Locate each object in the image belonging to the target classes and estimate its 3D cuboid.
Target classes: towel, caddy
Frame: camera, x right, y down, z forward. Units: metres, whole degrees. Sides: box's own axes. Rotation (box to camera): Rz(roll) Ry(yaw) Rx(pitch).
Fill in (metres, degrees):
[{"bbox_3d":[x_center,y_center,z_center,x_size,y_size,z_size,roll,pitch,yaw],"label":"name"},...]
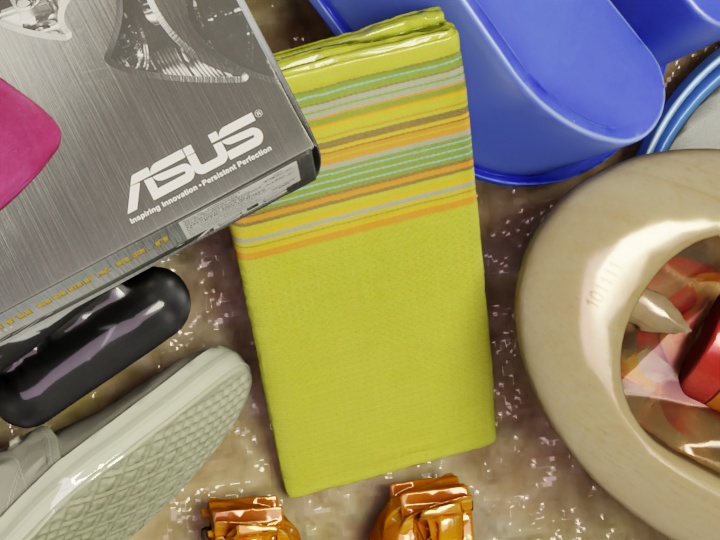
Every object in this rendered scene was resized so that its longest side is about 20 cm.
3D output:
[{"bbox_3d":[0.000,0.000,0.782,0.085,0.018,0.201,-13,134,-5],"label":"towel"},{"bbox_3d":[0.049,-0.125,0.788,0.141,0.105,0.201,-44,107,-25],"label":"caddy"}]

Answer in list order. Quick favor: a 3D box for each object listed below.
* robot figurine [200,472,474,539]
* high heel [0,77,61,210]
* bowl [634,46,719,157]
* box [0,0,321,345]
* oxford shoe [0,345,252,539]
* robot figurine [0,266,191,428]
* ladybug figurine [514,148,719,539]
[{"bbox_3d":[-0.003,0.181,0.834,0.144,0.058,0.202,-6,97,-8],"label":"robot figurine"},{"bbox_3d":[-0.174,-0.084,0.631,0.096,0.068,0.200,-29,67,-33],"label":"high heel"},{"bbox_3d":[0.189,-0.004,0.857,0.199,0.039,0.203,-1,96,-10],"label":"bowl"},{"bbox_3d":[-0.133,-0.055,0.671,0.199,0.048,0.159,-27,83,-3],"label":"box"},{"bbox_3d":[-0.125,0.086,0.802,0.200,0.075,0.058,-38,65,-6],"label":"oxford shoe"},{"bbox_3d":[-0.129,-0.035,0.753,0.199,0.125,0.151,-37,77,-4],"label":"robot figurine"},{"bbox_3d":[0.141,0.034,0.796,0.199,0.072,0.136,31,91,-11],"label":"ladybug figurine"}]
